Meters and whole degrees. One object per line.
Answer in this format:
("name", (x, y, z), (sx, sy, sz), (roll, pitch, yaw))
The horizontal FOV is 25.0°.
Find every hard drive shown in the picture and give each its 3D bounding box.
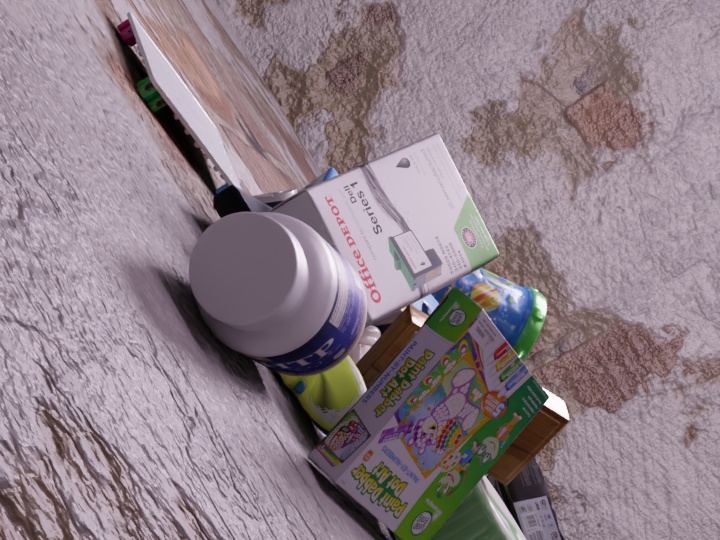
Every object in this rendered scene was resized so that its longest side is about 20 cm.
("hard drive", (-0.087, -0.012, 1.686), (0.140, 0.033, 0.200), (58, 5, 8))

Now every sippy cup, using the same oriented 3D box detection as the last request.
("sippy cup", (0.127, 0.053, 1.892), (0.130, 0.140, 0.178), (32, -16, -14))

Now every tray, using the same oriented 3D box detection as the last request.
("tray", (0.097, 0.125, 1.589), (0.200, 0.099, 0.037), (32, 24, -21))

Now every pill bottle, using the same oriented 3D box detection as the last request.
("pill bottle", (-0.071, 0.017, 1.349), (0.120, 0.119, 0.200), (58, 5, 17))

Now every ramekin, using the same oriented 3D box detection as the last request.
("ramekin", (0.116, 0.290, 1.630), (0.201, 0.097, 0.200), (57, 4, -6))

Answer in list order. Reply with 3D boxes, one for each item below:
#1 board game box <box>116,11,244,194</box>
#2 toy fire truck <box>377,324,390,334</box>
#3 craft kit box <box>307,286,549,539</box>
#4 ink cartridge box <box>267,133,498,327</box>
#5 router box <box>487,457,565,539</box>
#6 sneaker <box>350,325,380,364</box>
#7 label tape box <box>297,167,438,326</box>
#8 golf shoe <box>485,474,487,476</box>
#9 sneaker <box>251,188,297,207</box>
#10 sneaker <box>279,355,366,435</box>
("board game box", (-0.208, -0.183, 1.885), (0.200, 0.026, 0.200), (54, 6, -34))
("toy fire truck", (-0.032, 0.020, 1.882), (0.200, 0.129, 0.176), (47, 3, 11))
("craft kit box", (0.067, 0.140, 1.468), (0.048, 0.198, 0.200), (40, -5, 36))
("ink cartridge box", (0.021, -0.032, 1.607), (0.200, 0.084, 0.147), (-27, 89, -42))
("router box", (0.156, 0.256, 1.881), (0.157, 0.052, 0.201), (125, -47, -58))
("sneaker", (-0.011, 0.125, 1.697), (0.200, 0.075, 0.089), (82, 9, -70))
("label tape box", (0.000, 0.000, 1.720), (0.200, 0.063, 0.144), (52, 15, -9))
("golf shoe", (0.112, 0.198, 1.804), (0.200, 0.077, 0.088), (-117, -179, -67))
("sneaker", (-0.101, -0.050, 1.943), (0.200, 0.076, 0.081), (-13, 92, -88))
("sneaker", (-0.051, 0.084, 1.531), (0.105, 0.075, 0.201), (79, -13, -56))
